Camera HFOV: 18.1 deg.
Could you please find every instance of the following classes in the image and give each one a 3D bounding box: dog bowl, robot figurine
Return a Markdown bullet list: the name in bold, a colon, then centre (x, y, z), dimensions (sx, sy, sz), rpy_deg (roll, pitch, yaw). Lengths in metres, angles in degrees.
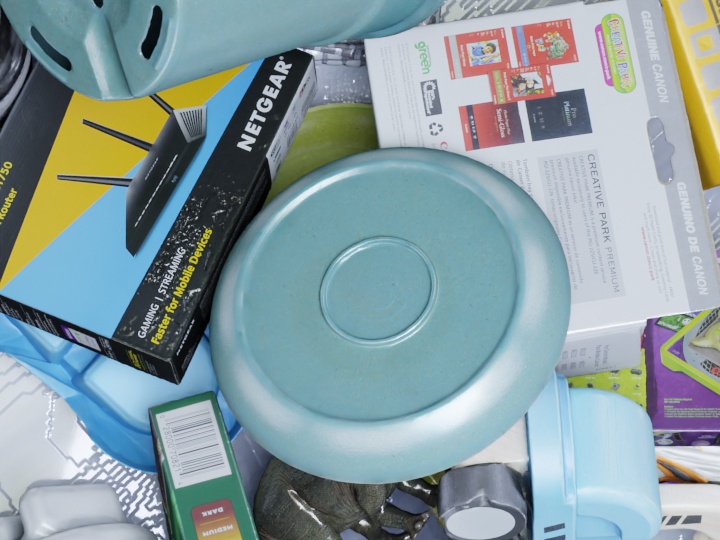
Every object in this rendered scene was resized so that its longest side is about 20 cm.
- **dog bowl**: centre (-0.150, 0.032, 1.337), dimensions (0.200, 0.050, 0.112), rpy_deg (43, 83, -4)
- **robot figurine**: centre (-0.150, 0.221, 1.276), dimensions (0.113, 0.170, 0.201), rpy_deg (0, 61, -39)

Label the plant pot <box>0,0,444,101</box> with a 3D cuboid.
- **plant pot**: centre (-0.078, -0.186, 1.173), dimensions (0.196, 0.200, 0.201), rpy_deg (-30, 91, -41)

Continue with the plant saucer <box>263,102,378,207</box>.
- **plant saucer**: centre (0.000, 0.000, 1.344), dimensions (0.199, 0.031, 0.201), rpy_deg (7, 71, -20)

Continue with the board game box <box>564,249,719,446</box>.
- **board game box**: centre (0.202, 0.044, 1.313), dimensions (0.199, 0.032, 0.121), rpy_deg (0, 64, 6)

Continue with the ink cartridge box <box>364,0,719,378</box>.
- **ink cartridge box**: centre (0.102, -0.043, 1.292), dimensions (0.175, 0.084, 0.201), rpy_deg (-9, 71, 1)

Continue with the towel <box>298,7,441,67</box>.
- **towel**: centre (-0.025, -0.224, 1.350), dimensions (0.165, 0.086, 0.201), rpy_deg (5, 86, -6)

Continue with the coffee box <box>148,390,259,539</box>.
- **coffee box**: centre (-0.073, 0.179, 1.240), dimensions (0.044, 0.123, 0.201), rpy_deg (-13, 49, -9)

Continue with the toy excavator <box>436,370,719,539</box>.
- **toy excavator**: centre (0.143, 0.127, 1.245), dimensions (0.199, 0.195, 0.100), rpy_deg (-2, 54, 4)

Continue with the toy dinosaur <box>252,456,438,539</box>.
- **toy dinosaur**: centre (-0.015, 0.127, 1.289), dimensions (0.102, 0.200, 0.077), rpy_deg (40, 39, 3)

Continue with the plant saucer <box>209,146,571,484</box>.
- **plant saucer**: centre (0.012, 0.016, 1.205), dimensions (0.199, 0.027, 0.201), rpy_deg (-7, 61, 12)

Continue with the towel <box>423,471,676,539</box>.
- **towel**: centre (0.125, 0.100, 1.381), dimensions (0.200, 0.023, 0.144), rpy_deg (-35, 91, -9)

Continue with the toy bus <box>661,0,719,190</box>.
- **toy bus**: centre (0.227, -0.118, 1.385), dimensions (0.078, 0.065, 0.201), rpy_deg (-19, 89, -8)

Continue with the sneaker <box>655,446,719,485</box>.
- **sneaker**: centre (0.201, 0.084, 1.346), dimensions (0.199, 0.076, 0.093), rpy_deg (3, 81, -9)

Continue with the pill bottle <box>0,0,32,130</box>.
- **pill bottle**: centre (-0.239, -0.129, 1.259), dimensions (0.111, 0.200, 0.113), rpy_deg (0, 87, -7)

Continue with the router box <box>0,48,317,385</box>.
- **router box**: centre (-0.130, -0.054, 1.284), dimensions (0.148, 0.051, 0.201), rpy_deg (21, 71, 10)
